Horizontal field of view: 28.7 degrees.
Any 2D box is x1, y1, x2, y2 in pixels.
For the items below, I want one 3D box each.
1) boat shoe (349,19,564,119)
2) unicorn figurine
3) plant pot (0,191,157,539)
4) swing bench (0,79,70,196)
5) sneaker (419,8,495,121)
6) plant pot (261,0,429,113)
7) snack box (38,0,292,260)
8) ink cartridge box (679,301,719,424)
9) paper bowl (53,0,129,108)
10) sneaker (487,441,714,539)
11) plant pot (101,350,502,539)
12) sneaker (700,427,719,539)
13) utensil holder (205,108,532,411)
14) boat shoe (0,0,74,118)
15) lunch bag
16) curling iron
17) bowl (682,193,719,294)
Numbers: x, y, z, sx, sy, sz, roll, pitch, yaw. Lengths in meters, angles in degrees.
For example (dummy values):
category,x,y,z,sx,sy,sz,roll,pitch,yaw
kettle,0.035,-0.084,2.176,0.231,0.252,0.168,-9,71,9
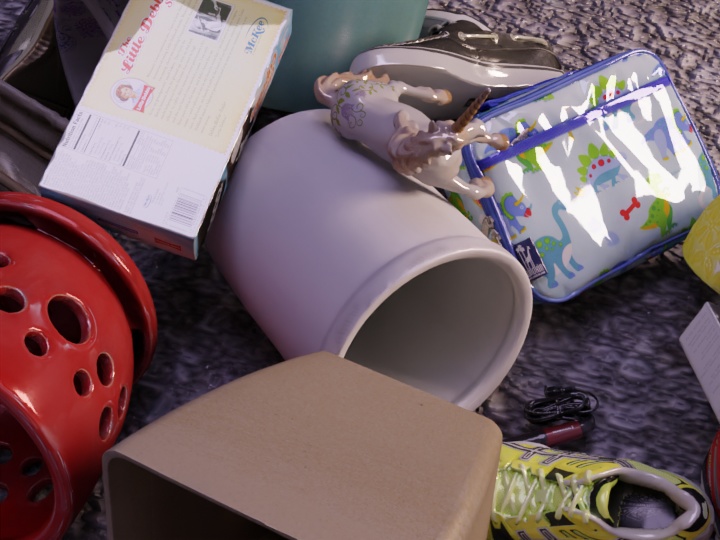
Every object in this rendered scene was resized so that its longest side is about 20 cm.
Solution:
category,x,y,z,sx,sy,sz,roll,pitch,yaw
boat shoe,0.075,-0.162,1.119,0.199,0.071,0.064,2,64,-32
unicorn figurine,0.041,-0.094,0.964,0.199,0.075,0.137,17,9,40
plant pot,-0.240,0.061,0.938,0.199,0.202,0.183,13,41,15
swing bench,-0.338,-0.060,1.109,0.198,0.130,0.200,32,53,29
sneaker,0.079,-0.154,1.226,0.199,0.084,0.120,33,45,29
plant pot,-0.039,-0.217,1.204,0.199,0.162,0.201,9,10,-2
snack box,-0.135,-0.117,1.001,0.115,0.037,0.201,19,66,4
ink cartridge box,0.320,0.112,0.894,0.197,0.044,0.201,17,30,-15
paper bowl,-0.166,-0.155,1.148,0.104,0.202,0.201,-24,48,-22
sneaker,0.130,0.143,0.911,0.198,0.076,0.076,1,71,7
plant pot,-0.017,0.167,0.838,0.199,0.201,0.177,21,38,22
sneaker,0.262,0.173,0.882,0.076,0.085,0.201,-11,45,-7
utensil holder,0.000,0.000,1.010,0.169,0.171,0.200,-23,46,-20
boat shoe,-0.285,-0.179,1.240,0.066,0.072,0.202,20,81,50
lunch bag,0.167,-0.072,1.082,0.199,0.082,0.162,-23,90,-20
curling iron,0.076,0.129,0.979,0.199,0.026,0.050,-22,26,-12
bowl,0.343,-0.025,1.006,0.199,0.108,0.200,17,21,-6
